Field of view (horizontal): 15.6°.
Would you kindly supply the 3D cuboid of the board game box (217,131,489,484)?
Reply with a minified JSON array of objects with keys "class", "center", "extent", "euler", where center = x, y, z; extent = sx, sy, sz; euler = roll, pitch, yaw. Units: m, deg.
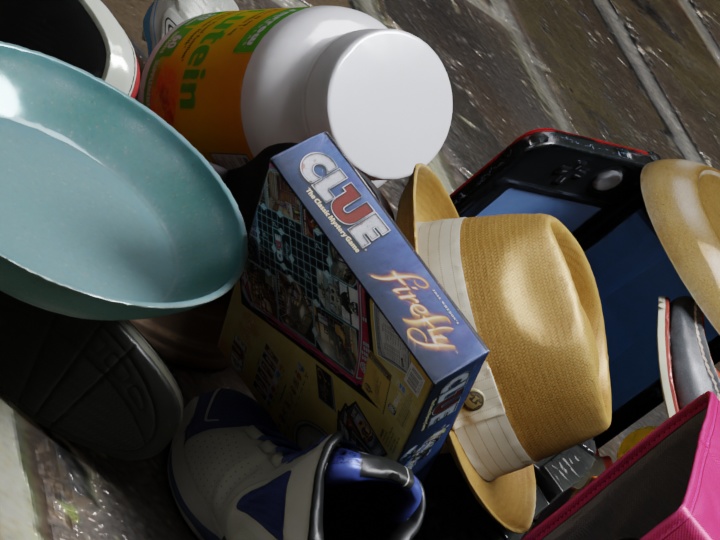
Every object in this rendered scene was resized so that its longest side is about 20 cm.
[{"class":"board game box","center":[-0.008,0.038,1.291],"extent":[0.035,0.200,0.136],"euler":[-29,72,-23]}]

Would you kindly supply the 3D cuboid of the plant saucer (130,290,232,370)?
[{"class":"plant saucer","center":[-0.134,-0.025,1.480],"extent":[0.200,0.029,0.200],"euler":[38,19,-15]}]

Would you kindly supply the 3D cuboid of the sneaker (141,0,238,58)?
[{"class":"sneaker","center":[-0.093,-0.095,1.661],"extent":[0.072,0.072,0.200],"euler":[8,51,-33]}]

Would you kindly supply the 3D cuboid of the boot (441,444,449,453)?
[{"class":"boot","center":[0.000,0.077,1.485],"extent":[0.107,0.075,0.200],"euler":[38,15,28]}]

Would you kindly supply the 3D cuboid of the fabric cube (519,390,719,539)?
[{"class":"fabric cube","center":[0.156,0.212,1.270],"extent":[0.199,0.196,0.200],"euler":[47,18,-2]}]

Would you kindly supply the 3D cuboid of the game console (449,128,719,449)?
[{"class":"game console","center":[0.116,0.022,1.625],"extent":[0.172,0.200,0.119],"euler":[10,50,-43]}]

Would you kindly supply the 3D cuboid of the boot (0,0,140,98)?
[{"class":"boot","center":[-0.158,-0.125,1.525],"extent":[0.144,0.073,0.200],"euler":[26,6,-46]}]

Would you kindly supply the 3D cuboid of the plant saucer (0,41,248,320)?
[{"class":"plant saucer","center":[-0.149,-0.037,1.250],"extent":[0.200,0.036,0.200],"euler":[26,28,-15]}]

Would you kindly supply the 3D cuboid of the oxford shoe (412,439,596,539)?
[{"class":"oxford shoe","center":[0.048,0.139,1.433],"extent":[0.200,0.084,0.073],"euler":[-21,69,-47]}]

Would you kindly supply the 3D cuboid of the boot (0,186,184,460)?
[{"class":"boot","center":[-0.153,-0.005,1.315],"extent":[0.203,0.074,0.154],"euler":[39,24,-1]}]

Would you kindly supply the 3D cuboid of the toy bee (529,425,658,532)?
[{"class":"toy bee","center":[0.130,0.159,1.516],"extent":[0.109,0.200,0.131],"euler":[31,58,15]}]

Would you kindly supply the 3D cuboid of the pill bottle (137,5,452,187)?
[{"class":"pill bottle","center":[-0.036,-0.095,1.503],"extent":[0.111,0.111,0.200],"euler":[32,-13,-29]}]

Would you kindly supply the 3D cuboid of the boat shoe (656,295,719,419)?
[{"class":"boat shoe","center":[0.210,0.106,1.477],"extent":[0.071,0.062,0.201],"euler":[43,33,-69]}]

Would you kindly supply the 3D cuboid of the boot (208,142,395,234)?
[{"class":"boot","center":[0.000,0.000,1.453],"extent":[0.200,0.188,0.069],"euler":[27,67,-41]}]

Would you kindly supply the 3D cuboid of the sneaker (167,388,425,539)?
[{"class":"sneaker","center":[-0.023,0.115,1.268],"extent":[0.080,0.115,0.200],"euler":[33,21,-28]}]

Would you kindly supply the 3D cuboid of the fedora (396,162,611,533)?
[{"class":"fedora","center":[0.083,0.034,1.358],"extent":[0.201,0.082,0.201],"euler":[-16,90,-77]}]

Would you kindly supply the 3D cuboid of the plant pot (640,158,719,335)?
[{"class":"plant pot","center":[0.240,0.009,1.563],"extent":[0.200,0.027,0.200],"euler":[44,22,-23]}]

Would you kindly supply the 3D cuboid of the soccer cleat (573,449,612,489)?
[{"class":"soccer cleat","center":[0.103,0.087,1.613],"extent":[0.069,0.077,0.200],"euler":[-109,178,-47]}]
